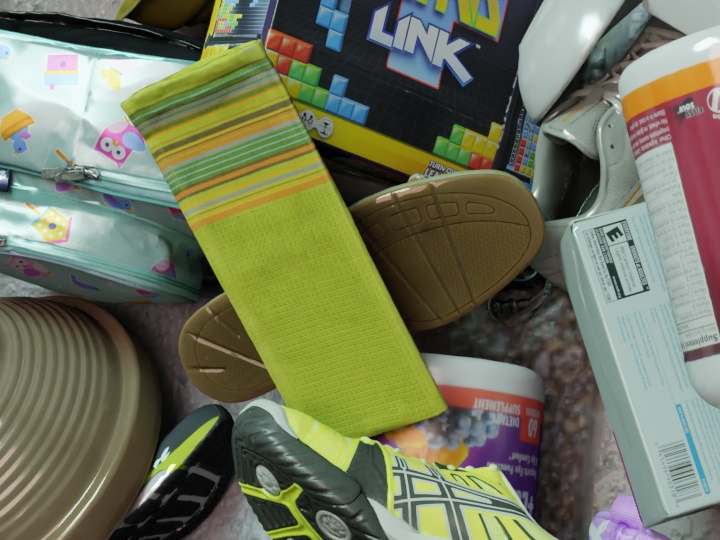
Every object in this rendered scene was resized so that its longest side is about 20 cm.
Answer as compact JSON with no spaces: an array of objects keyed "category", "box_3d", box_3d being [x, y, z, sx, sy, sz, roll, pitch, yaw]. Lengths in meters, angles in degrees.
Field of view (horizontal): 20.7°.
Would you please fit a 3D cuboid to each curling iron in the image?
[{"category":"curling iron","box_3d":[0.019,-0.022,1.021,0.050,0.199,0.026,-64,23,7]}]

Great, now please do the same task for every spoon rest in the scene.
[{"category":"spoon rest","box_3d":[0.140,-0.159,1.027,0.060,0.099,0.201,29,68,-2]}]

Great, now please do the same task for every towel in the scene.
[{"category":"towel","box_3d":[-0.037,-0.007,0.941,0.085,0.018,0.201,-19,105,34]}]

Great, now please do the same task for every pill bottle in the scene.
[{"category":"pill bottle","box_3d":[0.033,0.148,1.008,0.110,0.111,0.202,2,81,21]},{"category":"pill bottle","box_3d":[0.186,-0.004,0.861,0.108,0.109,0.202,-15,84,17]}]

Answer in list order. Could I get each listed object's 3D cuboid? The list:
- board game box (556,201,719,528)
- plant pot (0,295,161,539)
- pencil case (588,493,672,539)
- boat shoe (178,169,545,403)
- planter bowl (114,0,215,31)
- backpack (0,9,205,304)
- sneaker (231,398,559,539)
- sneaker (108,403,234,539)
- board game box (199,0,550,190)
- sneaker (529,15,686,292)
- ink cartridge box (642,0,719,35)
[{"category":"board game box","box_3d":[0.211,0.025,0.948,0.198,0.064,0.149,-15,77,-5]},{"category":"plant pot","box_3d":[-0.215,0.085,1.079,0.199,0.093,0.202,-18,47,20]},{"category":"pencil case","box_3d":[0.102,0.215,0.953,0.084,0.086,0.201,2,53,50]},{"category":"boat shoe","box_3d":[0.000,0.000,0.994,0.198,0.063,0.074,-22,102,15]},{"category":"planter bowl","box_3d":[-0.045,-0.193,1.089,0.083,0.200,0.201,36,95,-13]},{"category":"backpack","box_3d":[-0.130,-0.060,1.073,0.198,0.176,0.155,2,83,11]},{"category":"sneaker","box_3d":[0.028,0.121,0.930,0.199,0.076,0.077,35,55,6]},{"category":"sneaker","box_3d":[-0.156,0.132,1.105,0.199,0.074,0.081,-37,66,9]},{"category":"board game box","box_3d":[0.021,-0.131,1.015,0.056,0.199,0.167,10,85,49]},{"category":"sneaker","box_3d":[0.141,-0.079,1.007,0.075,0.092,0.202,21,86,51]},{"category":"ink cartridge box","box_3d":[0.250,-0.181,0.961,0.145,0.085,0.200,34,69,22]}]
